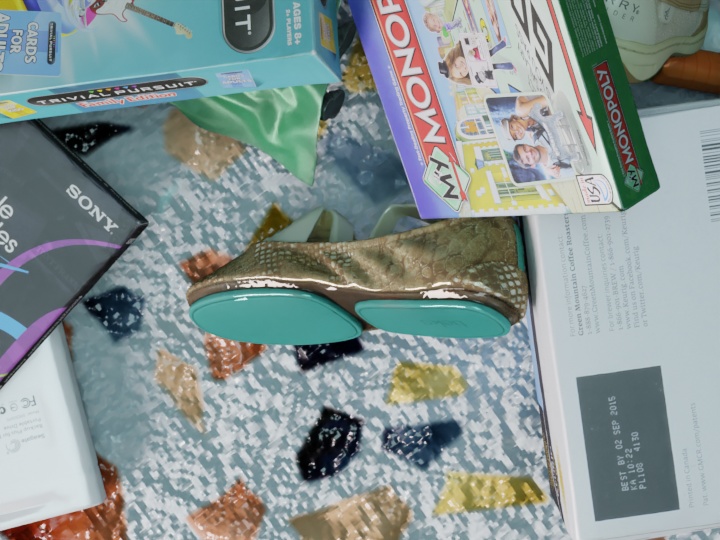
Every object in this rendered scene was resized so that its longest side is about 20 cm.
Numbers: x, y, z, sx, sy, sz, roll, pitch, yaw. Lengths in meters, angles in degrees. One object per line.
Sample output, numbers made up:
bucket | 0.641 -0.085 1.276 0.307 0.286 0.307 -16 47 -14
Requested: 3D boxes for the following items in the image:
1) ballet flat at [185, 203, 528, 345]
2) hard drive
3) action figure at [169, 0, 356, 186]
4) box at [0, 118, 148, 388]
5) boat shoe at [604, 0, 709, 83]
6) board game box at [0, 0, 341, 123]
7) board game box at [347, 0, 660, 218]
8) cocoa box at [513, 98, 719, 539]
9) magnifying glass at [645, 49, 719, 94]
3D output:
ballet flat | 0.000 0.000 0.918 0.198 0.070 0.066 -1 63 32
hard drive | -0.222 0.041 0.958 0.130 0.026 0.202 -14 92 0
action figure | -0.101 -0.130 0.929 0.198 0.055 0.119 22 127 12
box | -0.226 0.000 0.926 0.143 0.036 0.200 42 90 -2
boat shoe | 0.139 -0.143 0.866 0.073 0.200 0.067 25 115 7
board game box | -0.113 -0.157 0.869 0.198 0.047 0.153 -6 78 14
board game box | 0.047 -0.121 0.797 0.029 0.134 0.202 -31 108 -35
cocoa box | 0.150 0.020 0.907 0.132 0.131 0.202 -8 92 1
magnifying glass | 0.133 -0.110 0.938 0.198 0.080 0.023 7 75 -12
